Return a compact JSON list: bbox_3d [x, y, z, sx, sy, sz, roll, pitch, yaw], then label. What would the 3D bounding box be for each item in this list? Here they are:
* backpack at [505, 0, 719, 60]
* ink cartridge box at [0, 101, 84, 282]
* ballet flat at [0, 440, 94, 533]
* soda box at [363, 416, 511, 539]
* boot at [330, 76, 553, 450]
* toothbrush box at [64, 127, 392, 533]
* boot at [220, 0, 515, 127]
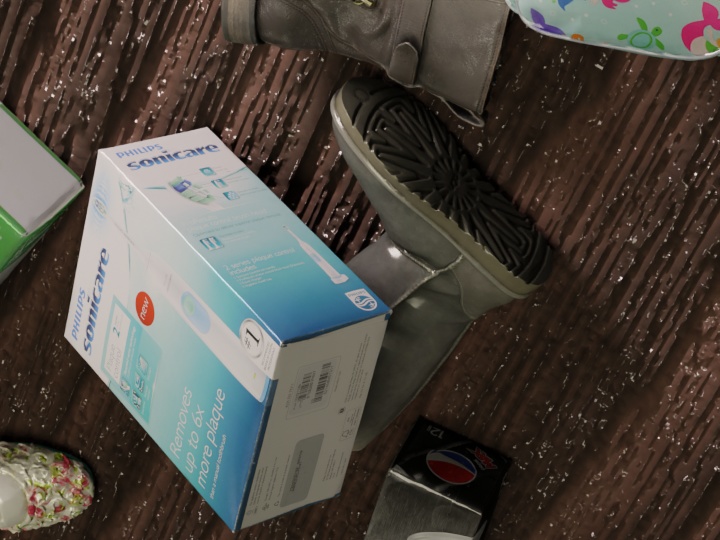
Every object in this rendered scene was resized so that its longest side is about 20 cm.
[{"bbox_3d":[0.174,-0.193,1.172,0.198,0.151,0.179,13,124,11],"label":"backpack"},{"bbox_3d":[-0.296,-0.030,1.511,0.146,0.083,0.200,43,127,-3],"label":"ink cartridge box"},{"bbox_3d":[-0.283,0.152,1.623,0.198,0.064,0.076,6,119,21],"label":"ballet flat"},{"bbox_3d":[0.032,0.198,1.506,0.070,0.063,0.201,24,125,10],"label":"soda box"},{"bbox_3d":[-0.002,0.000,1.413,0.182,0.073,0.200,48,132,-5],"label":"boot"},{"bbox_3d":[-0.085,0.032,1.398,0.200,0.085,0.147,46,135,35],"label":"toothbrush box"},{"bbox_3d":[0.015,-0.187,1.301,0.173,0.069,0.201,14,127,10],"label":"boot"}]
